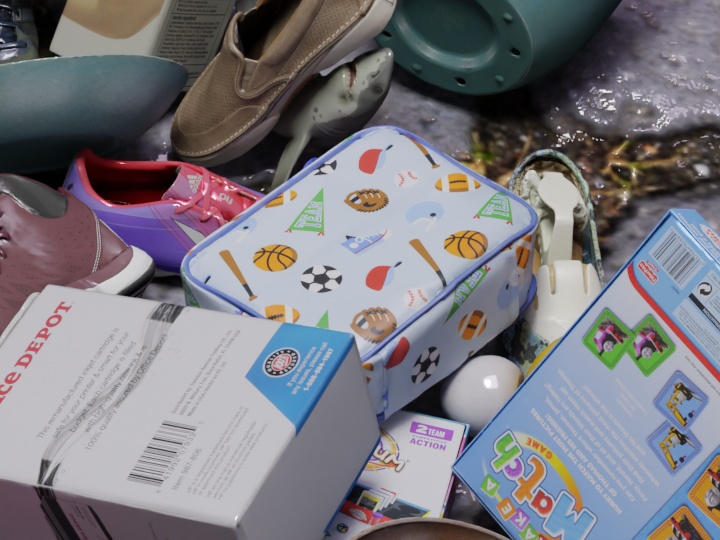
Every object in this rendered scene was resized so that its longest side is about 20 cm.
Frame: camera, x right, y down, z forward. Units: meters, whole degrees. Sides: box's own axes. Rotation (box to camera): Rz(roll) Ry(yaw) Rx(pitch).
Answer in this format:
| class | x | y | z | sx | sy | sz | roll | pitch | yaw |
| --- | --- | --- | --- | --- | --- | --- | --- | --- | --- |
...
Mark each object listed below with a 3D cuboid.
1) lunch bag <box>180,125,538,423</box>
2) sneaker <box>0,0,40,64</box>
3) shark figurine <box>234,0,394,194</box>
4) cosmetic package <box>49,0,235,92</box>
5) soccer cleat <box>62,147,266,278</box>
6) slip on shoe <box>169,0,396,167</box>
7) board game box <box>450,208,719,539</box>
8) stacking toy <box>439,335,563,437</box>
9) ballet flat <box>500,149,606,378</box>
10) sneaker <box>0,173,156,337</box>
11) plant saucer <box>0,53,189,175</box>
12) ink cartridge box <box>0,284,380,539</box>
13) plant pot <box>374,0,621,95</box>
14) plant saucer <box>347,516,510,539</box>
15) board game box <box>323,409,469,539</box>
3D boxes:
| class | x | y | z | sx | sy | sz | roll | pitch | yaw |
| --- | --- | --- | --- | --- | --- | --- | --- | --- | --- |
| lunch bag | 0.000 | 0.000 | 1.514 | 0.160 | 0.076 | 0.200 | 30 | 49 | 32 |
| sneaker | -0.248 | -0.173 | 1.715 | 0.074 | 0.081 | 0.200 | -8 | 46 | -14 |
| shark figurine | -0.031 | -0.117 | 1.706 | 0.089 | 0.128 | 0.214 | 11 | 19 | -32 |
| cosmetic package | -0.117 | -0.219 | 1.679 | 0.071 | 0.201 | 0.105 | 26 | 12 | 19 |
| soccer cleat | -0.086 | -0.029 | 1.591 | 0.199 | 0.073 | 0.068 | 9 | 44 | 3 |
| slip on shoe | -0.062 | -0.136 | 1.622 | 0.060 | 0.200 | 0.076 | 21 | 50 | -37 |
| board game box | 0.160 | 0.091 | 1.397 | 0.151 | 0.200 | 0.037 | 49 | 25 | 21 |
| stacking toy | 0.143 | 0.080 | 1.486 | 0.199 | 0.146 | 0.146 | 1 | 42 | 17 |
| ballet flat | 0.119 | 0.003 | 1.586 | 0.074 | 0.074 | 0.200 | -1 | 45 | -8 |
| sneaker | -0.222 | 0.012 | 1.513 | 0.116 | 0.076 | 0.200 | 48 | 46 | 8 |
| plant saucer | -0.201 | -0.088 | 1.589 | 0.200 | 0.201 | 0.039 | -8 | 81 | -14 |
| ink cartridge box | -0.111 | 0.094 | 1.396 | 0.199 | 0.084 | 0.145 | 9 | 45 | 27 |
| plant pot | 0.086 | -0.214 | 1.724 | 0.200 | 0.201 | 0.161 | 20 | 56 | 14 |
| plant saucer | 0.053 | 0.220 | 1.343 | 0.200 | 0.032 | 0.201 | 18 | 47 | -20 |
| board game box | -0.033 | 0.151 | 1.436 | 0.153 | 0.040 | 0.200 | 13 | 44 | 7 |
